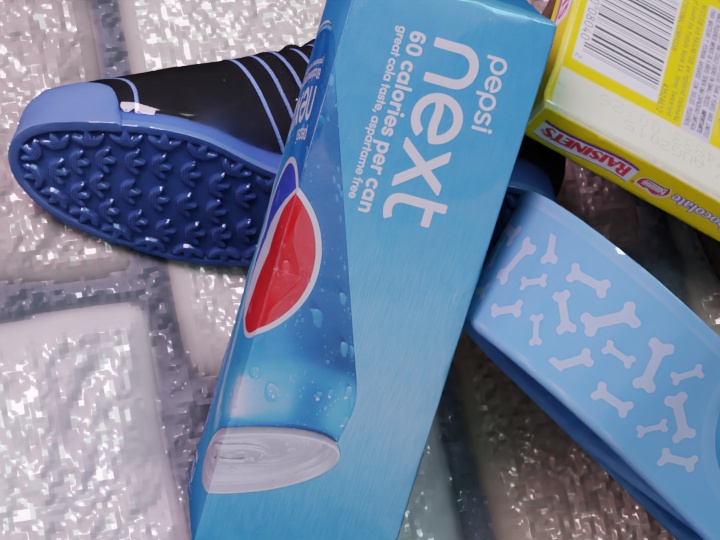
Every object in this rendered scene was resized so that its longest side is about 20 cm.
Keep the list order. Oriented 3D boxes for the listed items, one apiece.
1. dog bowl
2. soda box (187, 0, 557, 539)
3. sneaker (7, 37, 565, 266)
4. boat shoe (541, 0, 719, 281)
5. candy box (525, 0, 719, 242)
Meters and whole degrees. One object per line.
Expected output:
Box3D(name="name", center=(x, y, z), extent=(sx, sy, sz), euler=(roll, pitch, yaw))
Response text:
Box3D(name="dog bowl", center=(0.109, 0.056, 0.774), extent=(0.050, 0.111, 0.200), euler=(-47, 116, -3))
Box3D(name="soda box", center=(0.000, 0.000, 0.751), extent=(0.067, 0.064, 0.201), euler=(15, 103, -9))
Box3D(name="sneaker", center=(-0.024, -0.049, 0.819), extent=(0.199, 0.070, 0.078), euler=(8, 49, -7))
Box3D(name="boat shoe", center=(0.154, -0.046, 0.857), extent=(0.202, 0.075, 0.075), euler=(49, 36, -11))
Box3D(name="candy box", center=(0.125, -0.108, 0.809), extent=(0.102, 0.026, 0.201), euler=(29, 56, -15))
